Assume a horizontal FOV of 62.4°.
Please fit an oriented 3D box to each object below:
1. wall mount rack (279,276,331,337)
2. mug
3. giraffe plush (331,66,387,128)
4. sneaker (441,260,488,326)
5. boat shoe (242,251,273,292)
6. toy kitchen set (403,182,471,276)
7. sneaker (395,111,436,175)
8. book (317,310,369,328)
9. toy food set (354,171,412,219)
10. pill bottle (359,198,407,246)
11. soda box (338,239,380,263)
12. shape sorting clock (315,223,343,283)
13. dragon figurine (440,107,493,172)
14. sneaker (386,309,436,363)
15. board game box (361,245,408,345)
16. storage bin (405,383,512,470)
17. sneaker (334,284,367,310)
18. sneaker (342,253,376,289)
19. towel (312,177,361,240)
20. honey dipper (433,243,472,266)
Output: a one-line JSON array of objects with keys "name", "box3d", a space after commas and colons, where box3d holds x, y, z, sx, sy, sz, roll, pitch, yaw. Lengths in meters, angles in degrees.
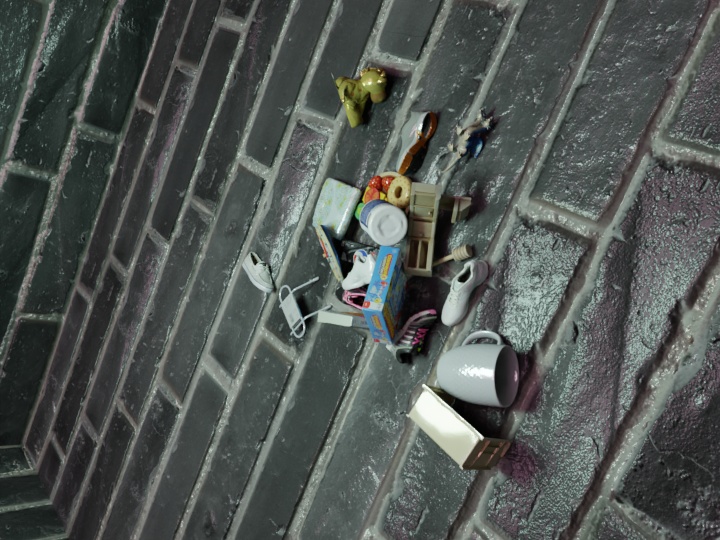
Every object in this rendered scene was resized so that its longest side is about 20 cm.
[{"name": "wall mount rack", "box3d": [-0.191, 0.120, 1.988, 0.174, 0.074, 0.202, -45, 56, 30]}, {"name": "mug", "box3d": [0.297, 0.239, 1.504, 0.173, 0.148, 0.202, -3, 48, 38]}, {"name": "giraffe plush", "box3d": [0.012, -0.577, 1.891, 0.160, 0.200, 0.175, -20, 63, 5]}, {"name": "sneaker", "box3d": [0.264, 0.057, 1.595, 0.070, 0.080, 0.202, 37, 108, 36]}, {"name": "boat shoe", "box3d": [-0.364, 0.001, 2.160, 0.200, 0.070, 0.070, 48, 116, 42]}, {"name": "toy kitchen set", "box3d": [0.206, -0.104, 1.597, 0.160, 0.201, 0.183, 6, 67, 6]}, {"name": "sneaker", "box3d": [0.152, -0.383, 1.783, 0.092, 0.075, 0.202, 30, 95, 47]}, {"name": "book", "box3d": [-0.010, 0.147, 1.735, 0.132, 0.199, 0.049, 5, 85, 41]}, {"name": "toy food set", "box3d": [0.074, -0.206, 1.825, 0.199, 0.048, 0.201, 28, 101, 40]}, {"name": "pill bottle", "box3d": [0.058, -0.142, 1.682, 0.200, 0.110, 0.112, -128, 59, -72]}, {"name": "soda box", "box3d": [0.024, -0.044, 1.825, 0.198, 0.070, 0.064, 16, 96, 42]}, {"name": "shape sorting clock", "box3d": [-0.098, -0.052, 1.871, 0.039, 0.201, 0.202, -20, 64, -4]}, {"name": "dragon figurine", "box3d": [0.299, -0.349, 1.648, 0.059, 0.098, 0.202, 45, 130, 34]}, {"name": "sneaker", "box3d": [0.155, 0.191, 1.671, 0.200, 0.073, 0.088, -48, 55, 30]}, {"name": "board game box", "box3d": [0.072, 0.072, 1.639, 0.055, 0.201, 0.198, 8, 61, 17]}, {"name": "storage bin", "box3d": [0.247, 0.390, 1.473, 0.199, 0.198, 0.094, 37, 98, 38]}, {"name": "sneaker", "box3d": [-0.018, 0.082, 1.825, 0.198, 0.095, 0.080, 16, 94, 43]}, {"name": "sneaker", "box3d": [0.000, 0.000, 1.767, 0.199, 0.075, 0.090, -23, 89, 56]}, {"name": "towel", "box3d": [-0.083, -0.203, 1.935, 0.199, 0.048, 0.173, 32, 105, 54]}, {"name": "honey dipper", "box3d": [0.223, -0.025, 1.673, 0.198, 0.038, 0.039, -23, 68, 38]}]
